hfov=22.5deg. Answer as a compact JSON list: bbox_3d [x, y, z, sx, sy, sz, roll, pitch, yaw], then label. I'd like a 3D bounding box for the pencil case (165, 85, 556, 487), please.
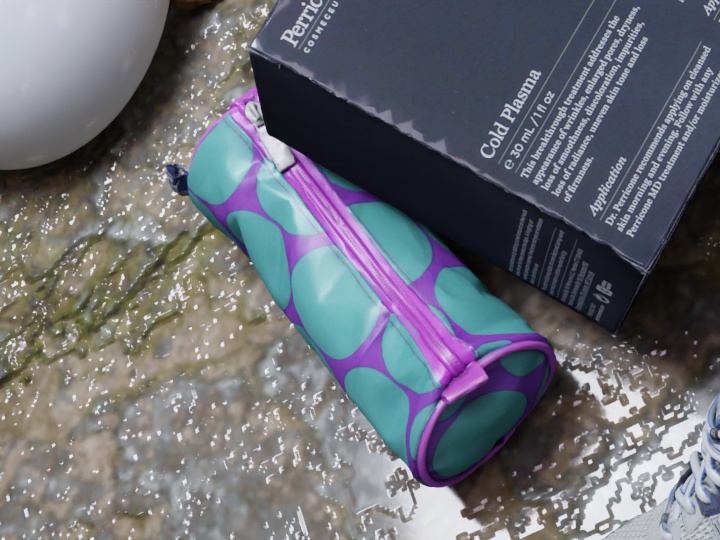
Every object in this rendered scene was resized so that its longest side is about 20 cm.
[{"bbox_3d":[0.000,0.000,0.819,0.085,0.093,0.200,-37,62,-8],"label":"pencil case"}]

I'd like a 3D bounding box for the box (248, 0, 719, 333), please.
[{"bbox_3d":[0.082,-0.112,0.760,0.181,0.104,0.201,30,78,8],"label":"box"}]

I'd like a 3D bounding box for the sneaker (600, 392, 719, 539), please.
[{"bbox_3d":[0.158,0.072,0.701,0.199,0.085,0.077,-34,22,28],"label":"sneaker"}]

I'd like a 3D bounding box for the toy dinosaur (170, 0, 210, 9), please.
[{"bbox_3d":[-0.022,-0.201,0.933,0.199,0.060,0.107,-26,77,26],"label":"toy dinosaur"}]

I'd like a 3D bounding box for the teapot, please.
[{"bbox_3d":[-0.200,-0.156,0.916,0.196,0.146,0.202,-25,64,26],"label":"teapot"}]
